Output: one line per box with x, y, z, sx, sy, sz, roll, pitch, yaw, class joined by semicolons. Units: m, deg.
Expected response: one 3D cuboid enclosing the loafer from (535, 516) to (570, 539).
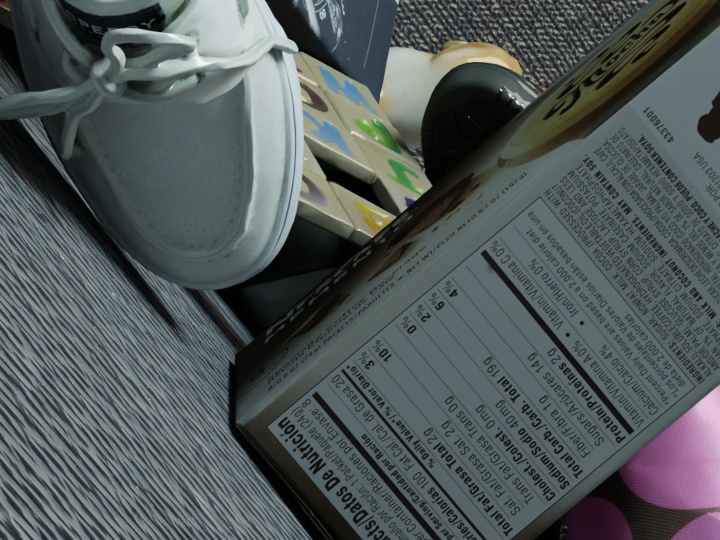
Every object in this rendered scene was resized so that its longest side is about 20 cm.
0.039;0.070;0.927;0.072;0.063;0.200;52;3;-19;loafer

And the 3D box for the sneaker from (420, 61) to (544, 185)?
0.096;-0.017;1.021;0.200;0.060;0.104;51;35;-22;sneaker

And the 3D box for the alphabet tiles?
-0.051;-0.064;0.893;0.199;0.008;0.167;28;18;-30;alphabet tiles

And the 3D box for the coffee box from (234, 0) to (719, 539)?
0.063;-0.001;0.774;0.080;0.200;0.113;49;4;-8;coffee box

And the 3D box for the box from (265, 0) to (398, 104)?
-0.057;-0.185;1.028;0.182;0.104;0.201;51;43;-51;box

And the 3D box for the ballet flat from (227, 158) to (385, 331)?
0.000;0.000;0.978;0.200;0.068;0.069;6;72;-63;ballet flat

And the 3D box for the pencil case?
0.096;0.047;0.872;0.093;0.091;0.201;26;42;-37;pencil case

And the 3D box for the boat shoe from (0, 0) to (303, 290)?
-0.059;-0.069;0.688;0.086;0.074;0.203;-86;168;-59;boat shoe

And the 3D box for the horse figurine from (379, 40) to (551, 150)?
0.010;-0.074;1.198;0.132;0.199;0.050;-152;-120;-69;horse figurine
